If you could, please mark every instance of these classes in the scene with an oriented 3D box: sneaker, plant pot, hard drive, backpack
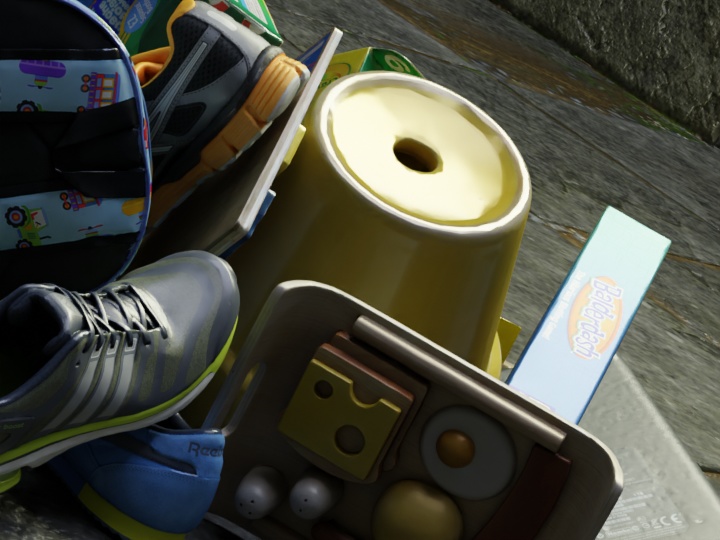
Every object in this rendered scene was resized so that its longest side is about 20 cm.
[{"bbox_3d":[-0.110,-0.073,1.578,0.077,0.200,0.078,44,37,-8],"label":"sneaker"},{"bbox_3d":[0.000,0.000,1.644,0.201,0.189,0.201,16,39,-14],"label":"plant pot"},{"bbox_3d":[0.123,0.122,1.714,0.140,0.033,0.200,-11,37,-16],"label":"hard drive"},{"bbox_3d":[-0.194,-0.068,1.519,0.200,0.183,0.135,-3,11,14],"label":"backpack"},{"bbox_3d":[-0.132,0.038,1.408,0.200,0.081,0.074,-32,64,-36],"label":"sneaker"},{"bbox_3d":[-0.142,0.061,1.507,0.200,0.078,0.066,35,16,34],"label":"sneaker"}]

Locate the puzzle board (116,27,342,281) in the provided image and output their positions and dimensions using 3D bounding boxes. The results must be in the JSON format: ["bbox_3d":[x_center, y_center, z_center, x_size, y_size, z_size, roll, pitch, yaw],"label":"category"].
[{"bbox_3d":[-0.085,-0.035,1.615,0.017,0.200,0.151,37,51,-15],"label":"puzzle board"}]

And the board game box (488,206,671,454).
[{"bbox_3d":[0.094,0.077,1.611,0.045,0.152,0.200,29,39,3],"label":"board game box"}]

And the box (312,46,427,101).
[{"bbox_3d":[-0.019,-0.069,1.760,0.200,0.048,0.117,-11,-46,42],"label":"box"}]

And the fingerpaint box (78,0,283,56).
[{"bbox_3d":[-0.140,-0.130,1.761,0.073,0.167,0.200,36,15,-25],"label":"fingerpaint box"}]

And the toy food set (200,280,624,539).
[{"bbox_3d":[0.015,0.112,1.485,0.200,0.144,0.060,30,22,8],"label":"toy food set"}]

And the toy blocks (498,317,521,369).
[{"bbox_3d":[0.097,0.088,1.912,0.200,0.100,0.137,27,1,-3],"label":"toy blocks"}]
